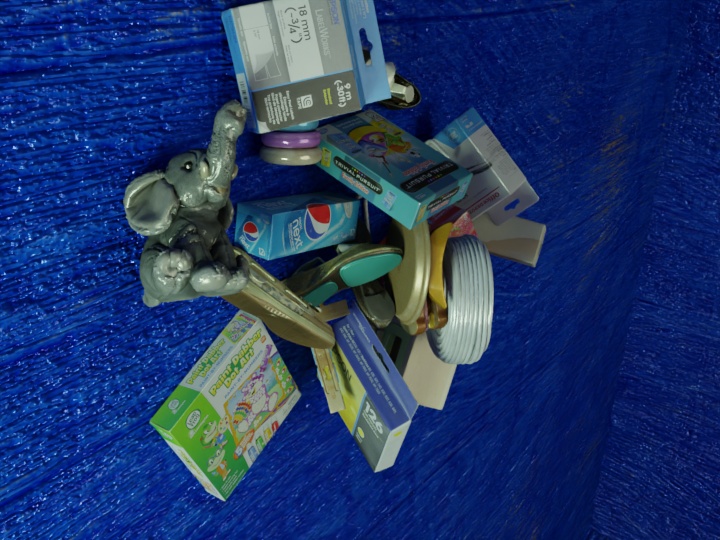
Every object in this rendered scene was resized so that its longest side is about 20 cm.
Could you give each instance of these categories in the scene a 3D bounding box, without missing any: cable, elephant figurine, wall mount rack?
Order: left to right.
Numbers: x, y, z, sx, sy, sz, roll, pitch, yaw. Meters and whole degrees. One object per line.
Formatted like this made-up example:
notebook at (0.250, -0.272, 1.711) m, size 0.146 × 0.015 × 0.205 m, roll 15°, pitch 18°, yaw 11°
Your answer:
elephant figurine at (-0.193, -0.072, 0.880) m, size 0.142 × 0.154 × 0.202 m, roll 121°, pitch -38°, yaw -82°
wall mount rack at (0.062, -0.131, 1.295) m, size 0.200 × 0.075 × 0.174 m, roll -37°, pitch 171°, yaw -42°
cable at (0.151, 0.043, 1.195) m, size 0.200 × 0.069 × 0.202 m, roll -100°, pitch -166°, yaw -59°

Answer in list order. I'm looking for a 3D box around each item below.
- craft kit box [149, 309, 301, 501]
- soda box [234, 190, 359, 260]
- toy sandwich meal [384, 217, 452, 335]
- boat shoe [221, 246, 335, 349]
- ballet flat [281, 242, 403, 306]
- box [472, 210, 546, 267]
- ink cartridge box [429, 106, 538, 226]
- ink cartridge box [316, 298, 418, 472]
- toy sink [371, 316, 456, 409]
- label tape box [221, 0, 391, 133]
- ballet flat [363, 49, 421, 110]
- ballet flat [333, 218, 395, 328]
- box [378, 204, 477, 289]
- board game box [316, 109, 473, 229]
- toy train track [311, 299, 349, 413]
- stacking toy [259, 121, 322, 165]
craft kit box at (-0.182, 0.193, 1.097) m, size 0.201 × 0.048 × 0.198 m, roll -54°, pitch 141°, yaw -28°
soda box at (-0.086, -0.068, 1.092) m, size 0.199 × 0.067 × 0.065 m, roll -17°, pitch 119°, yaw -53°
toy sandwich meal at (0.090, -0.004, 1.155) m, size 0.070 × 0.205 × 0.207 m, roll 2°, pitch 108°, yaw -15°
boat shoe at (-0.108, 0.042, 1.048) m, size 0.200 × 0.073 × 0.063 m, roll 37°, pitch 57°, yaw -28°
ballet flat at (-0.036, 0.000, 1.128) m, size 0.199 × 0.071 × 0.071 m, roll -28°, pitch 141°, yaw 2°
box at (0.245, -0.073, 1.467) m, size 0.095 × 0.198 × 0.078 m, roll 12°, pitch 95°, yaw -73°
ink cartridge box at (0.205, -0.167, 1.354) m, size 0.201 × 0.116 × 0.068 m, roll 52°, pitch 47°, yaw -2°
ink cartridge box at (0.004, 0.180, 1.180) m, size 0.047 × 0.198 × 0.201 m, roll -20°, pitch 148°, yaw -22°
toy sink at (0.071, 0.147, 1.379) m, size 0.111 × 0.200 × 0.131 m, roll 17°, pitch 93°, yaw -29°
label tape box at (-0.053, -0.260, 0.936) m, size 0.198 × 0.063 × 0.146 m, roll -17°, pitch 106°, yaw -17°
ballet flat at (0.033, -0.288, 1.167) m, size 0.199 × 0.068 × 0.069 m, roll 3°, pitch 104°, yaw -57°
ballet flat at (0.000, 0.000, 1.190) m, size 0.067 × 0.201 × 0.046 m, roll -12°, pitch 156°, yaw -25°
box at (0.099, -0.022, 1.322) m, size 0.200 × 0.099 × 0.096 m, roll -43°, pitch 132°, yaw -15°
board game box at (0.042, -0.153, 1.120) m, size 0.151 × 0.199 × 0.047 m, roll -32°, pitch 150°, yaw -47°
toy train track at (-0.061, 0.114, 1.163) m, size 0.033 × 0.114 × 0.202 m, roll 77°, pitch -4°, yaw -81°
stacking toy at (-0.088, -0.241, 0.997) m, size 0.085 × 0.085 × 0.202 m, roll -19°, pitch 117°, yaw -52°
